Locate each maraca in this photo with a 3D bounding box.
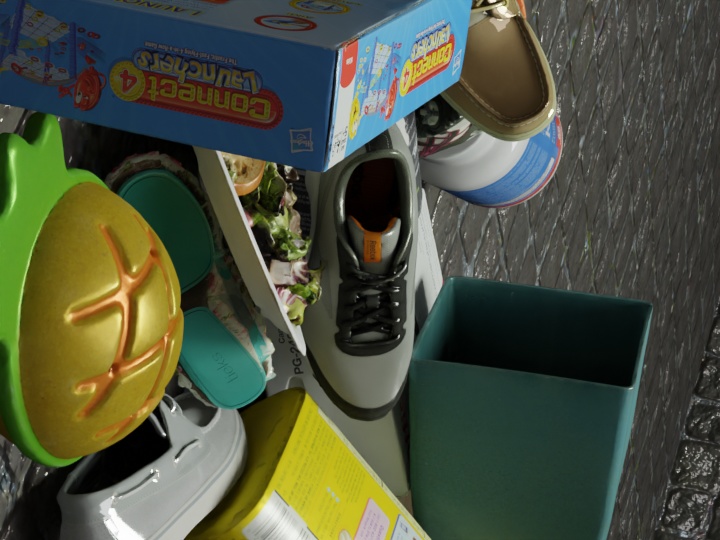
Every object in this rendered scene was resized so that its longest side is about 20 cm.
[{"bbox_3d":[-0.144,0.012,0.985,0.200,0.106,0.138,71,27,-59],"label":"maraca"}]

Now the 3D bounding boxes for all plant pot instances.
[{"bbox_3d":[0.107,0.128,1.388,0.141,0.140,0.201,-60,155,-64],"label":"plant pot"}]

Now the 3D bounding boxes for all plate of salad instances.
[{"bbox_3d":[-0.059,-0.049,1.173,0.200,0.048,0.201,158,-90,-90],"label":"plate of salad"}]

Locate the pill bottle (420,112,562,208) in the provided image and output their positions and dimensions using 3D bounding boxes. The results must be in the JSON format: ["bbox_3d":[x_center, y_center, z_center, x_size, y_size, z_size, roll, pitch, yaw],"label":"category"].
[{"bbox_3d":[0.087,-0.113,1.635,0.200,0.112,0.113,14,88,-74],"label":"pill bottle"}]

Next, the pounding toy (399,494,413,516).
[{"bbox_3d":[0.093,0.138,1.761,0.200,0.141,0.185,35,68,-71],"label":"pounding toy"}]

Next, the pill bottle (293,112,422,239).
[{"bbox_3d":[-0.019,-0.109,1.309,0.201,0.106,0.106,84,24,-44],"label":"pill bottle"}]

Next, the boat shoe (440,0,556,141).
[{"bbox_3d":[0.054,-0.170,1.285,0.074,0.200,0.066,-33,174,-3],"label":"boat shoe"}]

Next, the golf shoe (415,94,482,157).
[{"bbox_3d":[0.053,-0.121,1.411,0.200,0.088,0.078,-22,-105,61],"label":"golf shoe"}]

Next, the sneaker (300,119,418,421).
[{"bbox_3d":[0.000,0.000,1.248,0.079,0.074,0.201,-118,-155,-66],"label":"sneaker"}]

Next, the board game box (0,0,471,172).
[{"bbox_3d":[-0.070,-0.114,0.987,0.196,0.199,0.056,-39,139,-63],"label":"board game box"}]

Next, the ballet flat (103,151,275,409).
[{"bbox_3d":[-0.105,0.000,1.180,0.064,0.075,0.201,-116,-175,-46],"label":"ballet flat"}]

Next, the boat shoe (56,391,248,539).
[{"bbox_3d":[-0.121,0.107,1.196,0.200,0.072,0.069,-46,131,-58],"label":"boat shoe"}]

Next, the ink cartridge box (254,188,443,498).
[{"bbox_3d":[0.001,0.049,1.416,0.200,0.083,0.146,-63,144,-64],"label":"ink cartridge box"}]

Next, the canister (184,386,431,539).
[{"bbox_3d":[-0.015,0.188,1.285,0.200,0.086,0.149,51,33,-19],"label":"canister"}]

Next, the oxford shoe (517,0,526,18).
[{"bbox_3d":[0.068,-0.237,1.382,0.073,0.071,0.201,-101,-175,-52],"label":"oxford shoe"}]

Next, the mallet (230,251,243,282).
[{"bbox_3d":[-0.084,0.059,1.334,0.066,0.041,0.201,-37,131,-70],"label":"mallet"}]
